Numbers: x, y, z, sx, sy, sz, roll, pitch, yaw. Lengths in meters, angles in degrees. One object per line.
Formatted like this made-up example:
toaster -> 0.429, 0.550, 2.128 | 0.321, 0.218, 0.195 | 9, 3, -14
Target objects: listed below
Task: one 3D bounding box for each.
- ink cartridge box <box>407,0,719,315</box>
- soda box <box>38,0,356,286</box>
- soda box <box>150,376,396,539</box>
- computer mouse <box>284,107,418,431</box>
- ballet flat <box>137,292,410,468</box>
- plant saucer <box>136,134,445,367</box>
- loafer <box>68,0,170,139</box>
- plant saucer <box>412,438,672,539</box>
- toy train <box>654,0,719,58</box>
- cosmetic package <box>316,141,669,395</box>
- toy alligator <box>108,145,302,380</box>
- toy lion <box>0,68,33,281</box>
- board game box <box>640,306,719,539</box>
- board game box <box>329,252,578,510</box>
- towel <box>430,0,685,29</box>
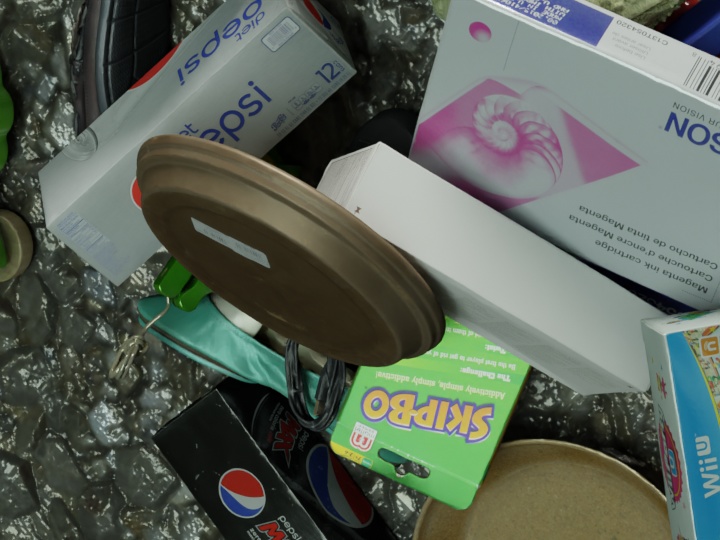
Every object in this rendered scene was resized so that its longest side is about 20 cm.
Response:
ink cartridge box -> 0.124, -0.051, 1.272 | 0.196, 0.043, 0.200 | 24, 137, 10
soda box -> -0.099, -0.087, 1.393 | 0.200, 0.068, 0.063 | -41, 121, 15
soda box -> -0.040, 0.159, 1.496 | 0.071, 0.063, 0.200 | -37, 90, 31
computer mouse -> 0.000, 0.000, 1.411 | 0.059, 0.034, 0.201 | 23, 99, 26
ballet flat -> -0.041, 0.046, 1.460 | 0.200, 0.067, 0.071 | 30, 109, 9
plant saucer -> -0.045, -0.005, 1.311 | 0.200, 0.030, 0.200 | 29, 162, 11
loafer -> -0.160, -0.112, 1.459 | 0.063, 0.072, 0.201 | 13, 116, 27
plant saucer -> 0.128, 0.190, 1.438 | 0.200, 0.035, 0.201 | 10, 112, 24
toy train -> 0.197, -0.087, 1.288 | 0.116, 0.085, 0.200 | 43, 127, -12
cosmetic package -> 0.071, 0.001, 1.304 | 0.200, 0.083, 0.051 | 30, 79, -15
toy alligator -> -0.084, -0.012, 1.435 | 0.054, 0.059, 0.200 | 29, 85, -18
toy lion -> -0.309, -0.072, 1.558 | 0.200, 0.069, 0.192 | -14, 94, 30
board game box -> 0.260, 0.083, 1.253 | 0.199, 0.064, 0.148 | -10, 97, -4
board game box -> 0.060, 0.034, 1.388 | 0.095, 0.030, 0.200 | 24, 99, 9
towel -> 0.115, -0.183, 1.287 | 0.200, 0.036, 0.149 | -36, 68, 34
